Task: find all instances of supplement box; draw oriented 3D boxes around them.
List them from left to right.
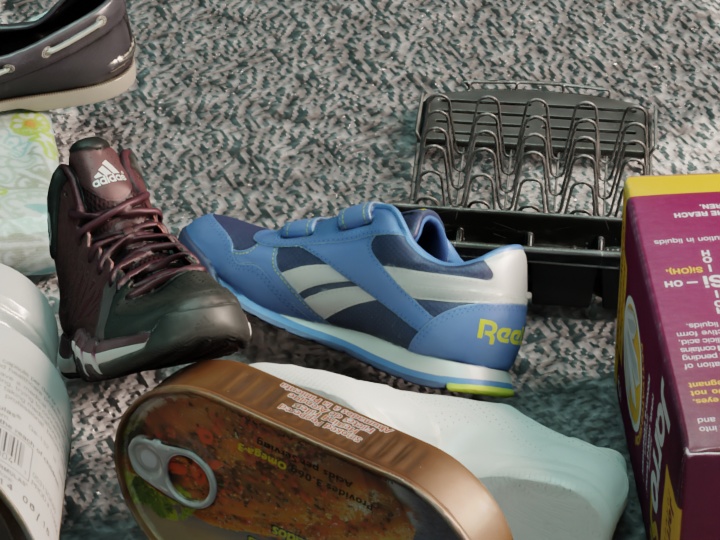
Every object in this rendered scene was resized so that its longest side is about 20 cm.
[{"bbox_3d":[0.182,0.063,1.195,0.103,0.131,0.200,-3,38,-2],"label":"supplement box"}]

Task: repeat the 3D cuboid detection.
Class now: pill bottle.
[{"bbox_3d":[-0.190,0.085,1.166,0.114,0.115,0.200,0,34,-1],"label":"pill bottle"}]

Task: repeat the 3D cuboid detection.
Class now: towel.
[{"bbox_3d":[-0.251,-0.061,1.403,0.171,0.048,0.200,-8,40,-9],"label":"towel"}]

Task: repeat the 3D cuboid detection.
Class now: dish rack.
[{"bbox_3d":[0.095,-0.054,1.396,0.153,0.055,0.200,5,39,3],"label":"dish rack"}]

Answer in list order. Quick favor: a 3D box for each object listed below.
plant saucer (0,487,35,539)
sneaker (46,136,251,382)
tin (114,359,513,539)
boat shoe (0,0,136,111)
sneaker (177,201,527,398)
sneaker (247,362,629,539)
[{"bbox_3d":[-0.219,0.135,1.053,0.200,0.201,0.035,5,20,4],"label":"plant saucer"},{"bbox_3d":[-0.115,-0.009,1.217,0.075,0.116,0.200,-11,1,-22],"label":"sneaker"},{"bbox_3d":[-0.021,0.111,1.147,0.200,0.112,0.042,23,34,23],"label":"tin"},{"bbox_3d":[-0.220,-0.119,1.392,0.199,0.063,0.073,-11,41,-18],"label":"boat shoe"},{"bbox_3d":[0.000,0.000,1.285,0.200,0.082,0.074,20,7,25],"label":"sneaker"},{"bbox_3d":[0.031,0.086,1.223,0.200,0.075,0.089,18,29,11],"label":"sneaker"}]
